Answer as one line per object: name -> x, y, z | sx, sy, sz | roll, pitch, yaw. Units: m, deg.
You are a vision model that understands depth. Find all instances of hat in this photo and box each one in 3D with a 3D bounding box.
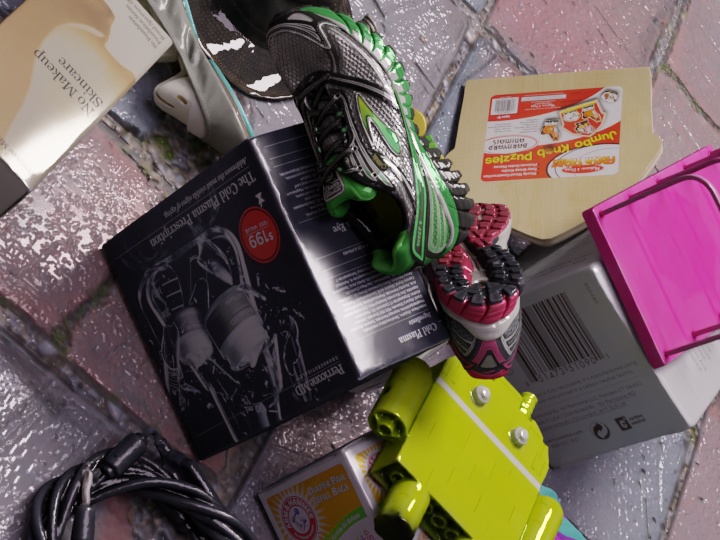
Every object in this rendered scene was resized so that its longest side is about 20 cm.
hat -> -0.063, -0.245, 1.422 | 0.200, 0.081, 0.202 | 18, 60, -34

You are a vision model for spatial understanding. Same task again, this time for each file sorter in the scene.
file sorter -> 0.308, -0.032, 1.369 | 0.199, 0.125, 0.140 | -26, 91, -45

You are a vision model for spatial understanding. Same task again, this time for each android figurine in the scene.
android figurine -> 0.080, 0.143, 1.236 | 0.182, 0.041, 0.200 | 48, 43, -13

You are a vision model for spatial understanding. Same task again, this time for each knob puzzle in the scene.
knob puzzle -> 0.174, -0.097, 1.503 | 0.031, 0.218, 0.221 | 70, 30, -48

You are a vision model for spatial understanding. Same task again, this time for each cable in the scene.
cable -> -0.142, 0.218, 1.155 | 0.163, 0.051, 0.201 | -33, 93, -44

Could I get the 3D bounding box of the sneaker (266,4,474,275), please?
sneaker -> -0.001, -0.089, 1.126 | 0.085, 0.078, 0.201 | -39, 97, -44

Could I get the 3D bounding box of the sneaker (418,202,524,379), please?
sneaker -> 0.078, 0.006, 1.243 | 0.200, 0.080, 0.075 | -91, 176, -63

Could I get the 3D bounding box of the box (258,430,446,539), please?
box -> 0.028, 0.223, 1.252 | 0.101, 0.112, 0.201 | -21, 84, -46

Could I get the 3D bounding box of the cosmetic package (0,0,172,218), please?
cosmetic package -> -0.238, -0.138, 1.229 | 0.105, 0.071, 0.200 | 46, 47, -14

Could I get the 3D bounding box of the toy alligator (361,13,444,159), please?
toy alligator -> 0.028, -0.125, 1.465 | 0.054, 0.059, 0.201 | -26, 87, -4

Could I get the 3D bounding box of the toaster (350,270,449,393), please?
toaster -> 0.000, 0.000, 1.337 | 0.200, 0.113, 0.129 | 52, 49, -10

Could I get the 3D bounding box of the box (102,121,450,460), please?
box -> -0.065, 0.014, 1.213 | 0.104, 0.200, 0.183 | -22, 84, -45

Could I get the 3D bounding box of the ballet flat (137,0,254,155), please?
ballet flat -> -0.148, -0.163, 1.336 | 0.063, 0.067, 0.201 | -23, 84, -16

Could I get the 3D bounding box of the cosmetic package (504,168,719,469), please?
cosmetic package -> 0.229, 0.039, 1.472 | 0.166, 0.164, 0.200 | 56, 46, -9

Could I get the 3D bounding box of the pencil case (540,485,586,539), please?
pencil case -> 0.158, 0.245, 1.304 | 0.084, 0.200, 0.093 | -16, 115, -13
